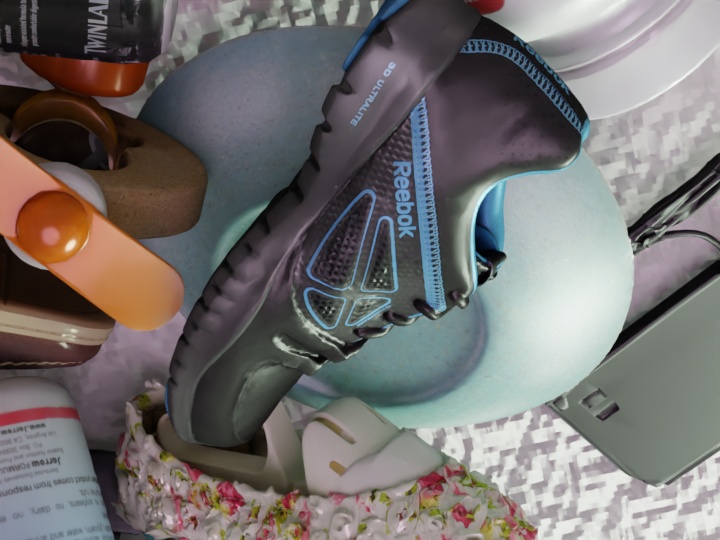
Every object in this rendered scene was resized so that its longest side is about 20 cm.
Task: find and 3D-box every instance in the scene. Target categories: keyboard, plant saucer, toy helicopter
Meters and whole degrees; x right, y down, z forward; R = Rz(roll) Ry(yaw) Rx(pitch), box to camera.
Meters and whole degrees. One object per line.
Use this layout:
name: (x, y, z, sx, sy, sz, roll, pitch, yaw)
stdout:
keyboard: (0.153, 0.000, 0.904, 0.200, 0.021, 0.127, -38, 121, 20)
plant saucer: (0.000, 0.000, 0.852, 0.200, 0.039, 0.202, 11, 135, 11)
toy helicopter: (-0.139, -0.033, 0.764, 0.199, 0.132, 0.079, 2, 117, -36)

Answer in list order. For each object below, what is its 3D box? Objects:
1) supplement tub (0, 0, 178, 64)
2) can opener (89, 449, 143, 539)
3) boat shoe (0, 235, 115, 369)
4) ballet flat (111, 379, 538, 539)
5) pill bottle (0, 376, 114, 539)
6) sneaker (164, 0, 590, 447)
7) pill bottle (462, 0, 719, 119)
supplement tub: (-0.155, -0.137, 0.753, 0.198, 0.123, 0.123, 6, 122, -5)
can opener: (-0.171, 0.095, 0.951, 0.198, 0.053, 0.067, 12, 89, -8)
boat shoe: (-0.194, 0.019, 0.866, 0.199, 0.072, 0.072, 8, 115, -20)
ballet flat: (-0.023, 0.078, 0.866, 0.199, 0.075, 0.064, 3, 109, 38)
pill bottle: (-0.134, 0.149, 0.860, 0.108, 0.109, 0.201, -18, 81, 11)
sneaker: (0.000, -0.001, 0.769, 0.082, 0.073, 0.200, 33, 125, -2)
pill bottle: (0.042, -0.149, 0.754, 0.112, 0.113, 0.200, -32, 118, 18)
